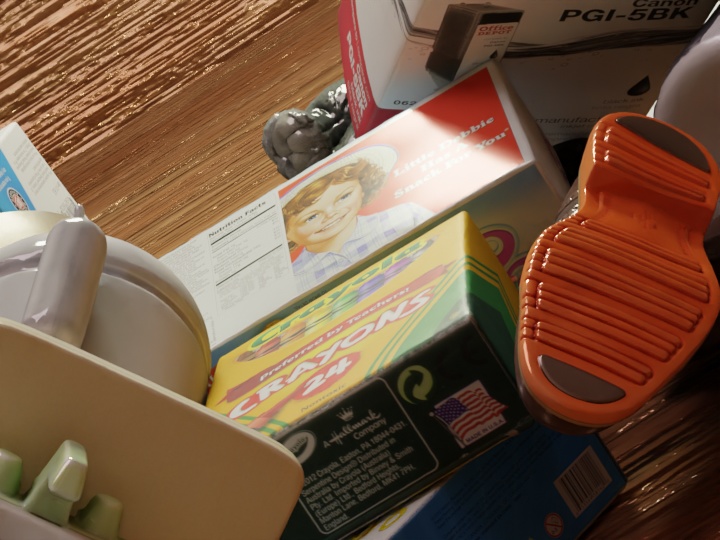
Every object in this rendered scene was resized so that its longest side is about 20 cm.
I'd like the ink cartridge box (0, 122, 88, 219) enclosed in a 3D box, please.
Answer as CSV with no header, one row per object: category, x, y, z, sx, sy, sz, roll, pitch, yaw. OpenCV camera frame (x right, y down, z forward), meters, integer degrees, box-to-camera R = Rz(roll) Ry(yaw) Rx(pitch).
ink cartridge box,-0.176,0.030,1.505,0.086,0.200,0.146,-33,11,10

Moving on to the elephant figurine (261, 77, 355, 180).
elephant figurine,0.057,-0.082,1.472,0.141,0.155,0.200,7,-33,-47

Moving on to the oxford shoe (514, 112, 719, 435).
oxford shoe,0.092,0.015,1.009,0.073,0.071,0.200,-66,-4,32

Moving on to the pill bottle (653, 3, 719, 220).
pill bottle,0.211,-0.098,1.224,0.106,0.106,0.200,-25,14,33

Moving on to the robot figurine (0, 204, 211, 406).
robot figurine,-0.120,0.062,1.076,0.113,0.170,0.200,8,39,-3

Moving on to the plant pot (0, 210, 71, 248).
plant pot,-0.151,0.089,1.308,0.200,0.200,0.134,-37,48,-20

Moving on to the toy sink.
toy sink,-0.108,0.134,0.856,0.200,0.130,0.112,-63,11,4

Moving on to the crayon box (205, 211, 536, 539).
crayon box,0.002,0.042,1.065,0.127,0.051,0.200,-32,11,8

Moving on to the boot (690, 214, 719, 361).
boot,0.151,0.017,1.036,0.186,0.064,0.200,-40,11,-35

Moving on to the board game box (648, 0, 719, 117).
board game box,0.174,-0.097,1.499,0.126,0.035,0.200,-29,12,25

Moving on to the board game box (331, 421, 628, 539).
board game box,-0.027,0.131,1.042,0.196,0.056,0.200,-18,18,51

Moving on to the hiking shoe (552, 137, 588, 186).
hiking shoe,0.055,0.003,1.304,0.101,0.076,0.200,-13,24,51

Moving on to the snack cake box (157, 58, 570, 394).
snack cake box,0.000,0.000,1.211,0.200,0.067,0.115,-30,25,9

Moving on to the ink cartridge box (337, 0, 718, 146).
ink cartridge box,0.081,-0.136,1.256,0.147,0.083,0.200,-2,-23,-12
